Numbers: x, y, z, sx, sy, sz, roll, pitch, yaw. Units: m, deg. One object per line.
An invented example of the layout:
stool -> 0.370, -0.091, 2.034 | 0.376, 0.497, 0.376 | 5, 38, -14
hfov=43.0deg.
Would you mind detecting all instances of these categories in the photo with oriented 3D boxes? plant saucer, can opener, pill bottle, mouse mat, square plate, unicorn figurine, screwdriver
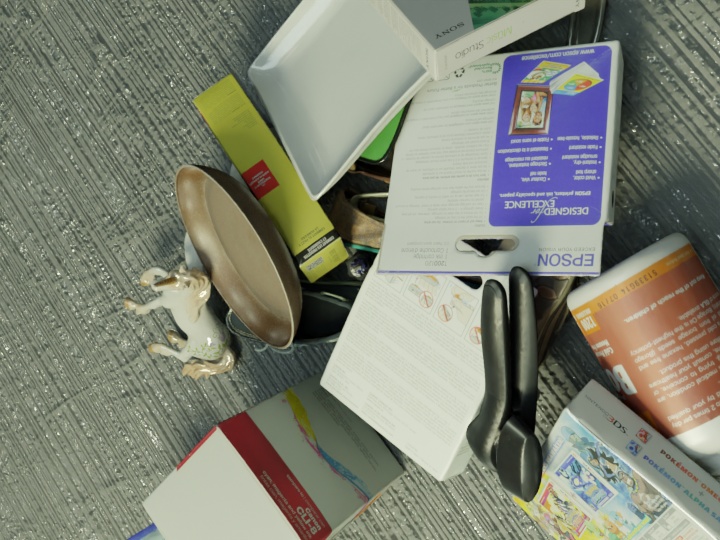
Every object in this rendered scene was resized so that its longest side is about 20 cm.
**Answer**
plant saucer -> -0.114, -0.018, 0.889 | 0.200, 0.032, 0.201 | 45, 154, 29
can opener -> 0.125, 0.089, 0.745 | 0.078, 0.063, 0.203 | 21, 124, 44
pill bottle -> 0.262, 0.081, 0.740 | 0.112, 0.112, 0.202 | -34, 80, 31
mouse mat -> 0.007, -0.206, 0.856 | 0.160, 0.007, 0.202 | 25, 93, 44
square plate -> -0.009, -0.195, 0.843 | 0.200, 0.028, 0.199 | -45, 50, 21
unicorn figurine -> -0.198, 0.045, 1.014 | 0.136, 0.200, 0.075 | -1, 54, 35
screwdriver -> 0.000, 0.000, 0.850 | 0.028, 0.200, 0.029 | -40, 94, 2

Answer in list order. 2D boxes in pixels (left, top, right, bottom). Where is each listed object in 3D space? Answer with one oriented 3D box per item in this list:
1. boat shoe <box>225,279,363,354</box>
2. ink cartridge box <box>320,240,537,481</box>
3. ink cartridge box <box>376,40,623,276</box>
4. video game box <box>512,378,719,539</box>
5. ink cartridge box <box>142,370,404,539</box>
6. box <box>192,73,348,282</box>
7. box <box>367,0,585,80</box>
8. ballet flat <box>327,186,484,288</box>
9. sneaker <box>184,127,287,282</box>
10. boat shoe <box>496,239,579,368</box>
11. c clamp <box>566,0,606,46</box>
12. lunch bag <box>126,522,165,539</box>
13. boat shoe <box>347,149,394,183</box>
boat shoe -> -0.071, 0.049, 0.969 | 0.198, 0.062, 0.076 | 0, 100, 32
ink cartridge box -> 0.064, 0.064, 0.841 | 0.159, 0.047, 0.202 | 35, 110, 29
ink cartridge box -> 0.118, -0.087, 0.773 | 0.196, 0.043, 0.203 | 1, 73, 28
video game box -> 0.226, 0.205, 0.762 | 0.182, 0.047, 0.201 | 39, 151, 19
ink cartridge box -> -0.081, 0.219, 0.923 | 0.145, 0.199, 0.145 | 50, 119, 12
box -> -0.086, -0.089, 0.885 | 0.050, 0.075, 0.201 | -33, 77, -2
box -> 0.073, -0.257, 0.765 | 0.143, 0.037, 0.201 | -28, 58, -10
ballet flat -> 0.051, -0.038, 0.881 | 0.198, 0.068, 0.068 | 18, 100, 26
sneaker -> -0.119, -0.051, 0.975 | 0.100, 0.075, 0.201 | 46, 118, 19
boat shoe -> 0.154, 0.022, 0.822 | 0.074, 0.073, 0.202 | 35, 120, 26
c clamp -> 0.140, -0.203, 0.821 | 0.198, 0.027, 0.173 | 17, 106, 28
lunch bag -> -0.164, 0.340, 0.992 | 0.127, 0.199, 0.171 | -44, 74, 29
boat shoe -> 0.004, -0.129, 0.889 | 0.199, 0.072, 0.073 | 34, 114, 22
